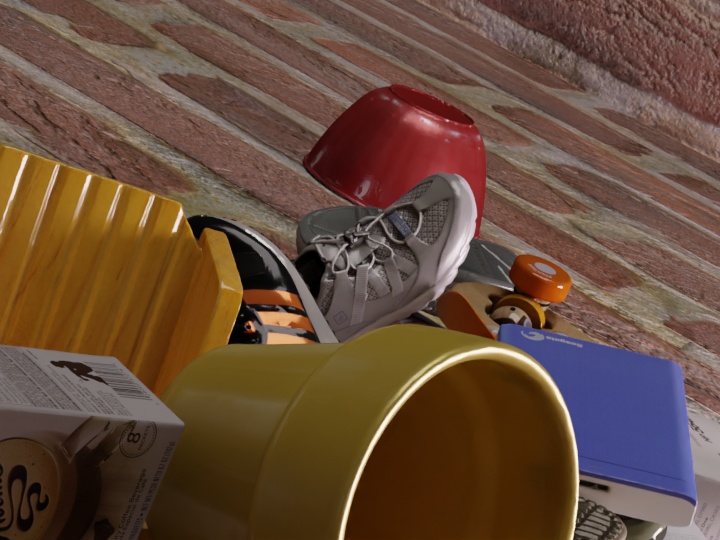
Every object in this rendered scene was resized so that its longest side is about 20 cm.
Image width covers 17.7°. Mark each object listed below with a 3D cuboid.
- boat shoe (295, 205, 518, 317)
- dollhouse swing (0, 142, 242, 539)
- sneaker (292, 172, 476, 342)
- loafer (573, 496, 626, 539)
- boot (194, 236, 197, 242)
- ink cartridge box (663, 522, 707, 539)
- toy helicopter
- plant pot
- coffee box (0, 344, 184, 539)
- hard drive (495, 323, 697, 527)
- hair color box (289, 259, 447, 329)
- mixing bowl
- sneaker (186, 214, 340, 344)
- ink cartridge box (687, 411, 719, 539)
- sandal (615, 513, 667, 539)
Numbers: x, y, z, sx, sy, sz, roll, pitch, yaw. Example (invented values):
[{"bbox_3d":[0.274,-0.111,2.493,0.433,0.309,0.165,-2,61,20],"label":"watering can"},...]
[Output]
[{"bbox_3d":[0.037,0.004,1.770,0.201,0.065,0.075,11,37,-29],"label":"boat shoe"},{"bbox_3d":[-0.166,0.042,1.354,0.199,0.183,0.176,18,4,-24],"label":"dollhouse swing"},{"bbox_3d":[0.000,0.000,1.652,0.075,0.200,0.082,44,-4,43],"label":"sneaker"},{"bbox_3d":[0.094,0.201,1.363,0.075,0.069,0.200,25,32,29],"label":"loafer"},{"bbox_3d":[-0.182,-0.003,1.536,0.130,0.068,0.200,-25,45,-20],"label":"boot"},{"bbox_3d":[0.183,0.209,1.481,0.108,0.051,0.200,5,20,-15],"label":"ink cartridge box"},{"bbox_3d":[0.135,0.066,1.666,0.132,0.079,0.200,2,30,-47],"label":"toy helicopter"},{"bbox_3d":[-0.014,0.119,1.259,0.188,0.202,0.200,14,4,41],"label":"plant pot"},{"bbox_3d":[-0.202,0.100,1.163,0.199,0.114,0.080,9,21,-44],"label":"coffee box"},{"bbox_3d":[0.151,0.098,1.524,0.131,0.026,0.200,13,23,-1],"label":"hard drive"},{"bbox_3d":[0.017,0.062,1.754,0.199,0.062,0.101,31,15,20],"label":"hair color box"},{"bbox_3d":[0.052,-0.121,2.369,0.199,0.109,0.200,22,15,-6],"label":"mixing bowl"},{"bbox_3d":[-0.068,0.049,1.547,0.200,0.070,0.090,53,26,4],"label":"sneaker"},{"bbox_3d":[0.270,0.174,1.718,0.199,0.085,0.146,20,15,-21],"label":"ink cartridge box"},{"bbox_3d":[0.095,0.147,1.475,0.200,0.058,0.080,-3,25,3],"label":"sandal"}]
